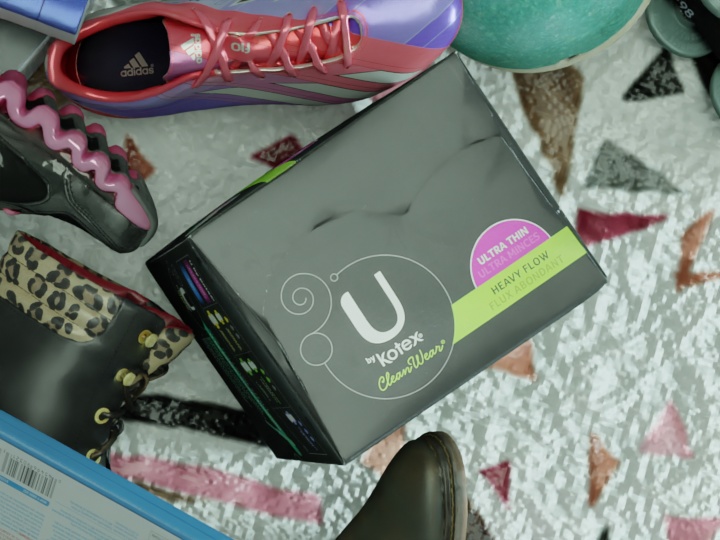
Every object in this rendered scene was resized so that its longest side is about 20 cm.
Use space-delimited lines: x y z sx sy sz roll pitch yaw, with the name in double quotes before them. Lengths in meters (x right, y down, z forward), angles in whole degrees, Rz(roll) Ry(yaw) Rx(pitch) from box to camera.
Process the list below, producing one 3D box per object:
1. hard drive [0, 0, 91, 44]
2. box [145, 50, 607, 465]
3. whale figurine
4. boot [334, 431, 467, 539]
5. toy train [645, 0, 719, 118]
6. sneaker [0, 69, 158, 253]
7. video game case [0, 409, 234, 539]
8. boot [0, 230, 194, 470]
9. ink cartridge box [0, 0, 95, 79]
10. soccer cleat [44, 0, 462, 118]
"hard drive" -0.206 -0.200 1.148 0.200 0.025 0.132 20 73 -5
"box" 0.000 0.000 1.138 0.148 0.200 0.124 -35 93 -11
"whale figurine" 0.070 -0.198 1.206 0.159 0.104 0.200 -19 79 13
"boot" -0.024 0.158 1.124 0.097 0.075 0.200 10 113 -30
"toy train" 0.234 -0.118 1.253 0.114 0.085 0.200 -41 91 -23
"sneaker" -0.189 -0.055 1.141 0.200 0.079 0.095 33 95 -4
"video game case" -0.139 0.177 1.119 0.143 0.018 0.200 27 117 13
"boot" -0.125 0.088 1.168 0.200 0.073 0.151 31 91 0
"ink cartridge box" -0.205 -0.197 1.195 0.198 0.043 0.200 39 80 -5
"soccer cleat" -0.052 -0.107 1.168 0.200 0.076 0.067 -6 95 14
